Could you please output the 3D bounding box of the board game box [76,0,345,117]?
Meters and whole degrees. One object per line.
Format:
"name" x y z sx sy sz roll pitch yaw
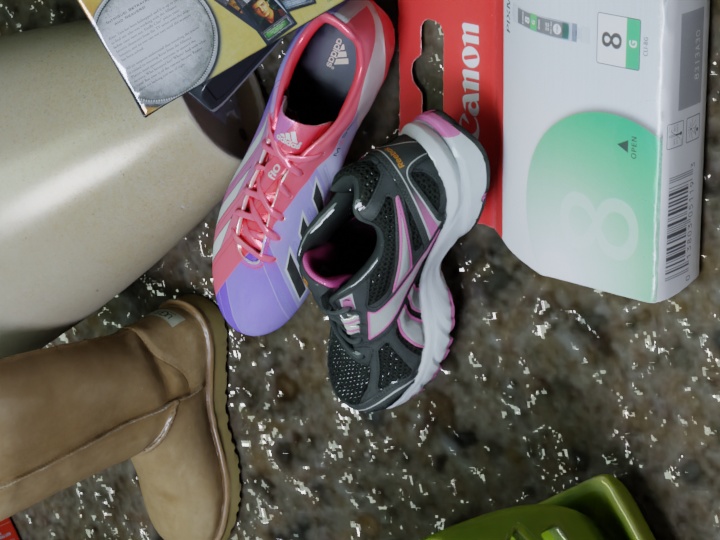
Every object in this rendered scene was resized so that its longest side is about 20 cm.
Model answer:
"board game box" -0.059 -0.188 1.388 0.200 0.035 0.136 -29 105 2

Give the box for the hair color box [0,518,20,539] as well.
"hair color box" -0.247 0.263 1.814 0.101 0.061 0.201 -29 84 44

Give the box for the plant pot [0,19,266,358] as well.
"plant pot" -0.160 -0.068 1.548 0.200 0.187 0.188 -24 89 28

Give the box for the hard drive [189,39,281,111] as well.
"hard drive" -0.105 -0.199 1.479 0.200 0.033 0.140 41 87 23

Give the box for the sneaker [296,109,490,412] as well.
"sneaker" 0.000 0.000 1.459 0.080 0.086 0.200 46 142 34

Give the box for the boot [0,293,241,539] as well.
"boot" -0.163 0.113 1.586 0.066 0.200 0.176 10 112 39

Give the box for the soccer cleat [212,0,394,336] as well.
"soccer cleat" -0.038 -0.056 1.460 0.067 0.076 0.201 26 104 12

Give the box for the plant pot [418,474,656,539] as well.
"plant pot" 0.078 0.228 1.427 0.200 0.181 0.199 -34 82 44

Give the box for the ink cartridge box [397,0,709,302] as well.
"ink cartridge box" 0.085 -0.084 1.398 0.200 0.050 0.162 14 115 36
